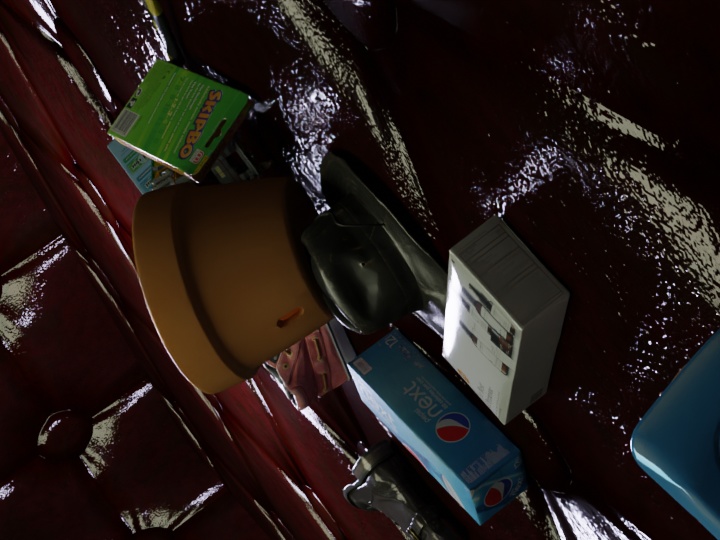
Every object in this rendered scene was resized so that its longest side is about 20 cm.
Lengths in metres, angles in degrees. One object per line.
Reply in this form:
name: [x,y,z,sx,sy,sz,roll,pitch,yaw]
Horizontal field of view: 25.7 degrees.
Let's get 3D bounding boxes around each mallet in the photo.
mallet: [-0.198,-0.255,1.555,0.066,0.041,0.200,43,167,31]

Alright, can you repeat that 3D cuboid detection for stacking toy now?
stacking toy: [0.208,0.090,0.900,0.116,0.110,0.200,43,178,0]

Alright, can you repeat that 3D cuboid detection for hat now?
hat: [0.000,0.000,1.385,0.201,0.081,0.201,49,164,19]

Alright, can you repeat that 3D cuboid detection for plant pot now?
plant pot: [-0.107,-0.001,1.476,0.200,0.139,0.201,-19,-90,-76]

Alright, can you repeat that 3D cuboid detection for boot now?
boot: [0.058,0.312,1.955,0.174,0.069,0.200,51,164,18]

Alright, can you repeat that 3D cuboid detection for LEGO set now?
LEGO set: [-0.128,-0.082,1.632,0.201,0.115,0.154,56,-168,-21]

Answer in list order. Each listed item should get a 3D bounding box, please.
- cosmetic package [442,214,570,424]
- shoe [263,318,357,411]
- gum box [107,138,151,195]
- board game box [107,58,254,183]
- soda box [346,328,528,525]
cosmetic package: [0.105,0.043,1.197,0.083,0.050,0.200,50,165,21]
shoe: [-0.074,0.067,1.767,0.071,0.091,0.201,37,158,51]
gum box: [-0.191,-0.061,1.830,0.200,0.045,0.170,50,-176,33]
board game box: [-0.177,-0.150,1.570,0.030,0.096,0.200,37,174,-34]
soda box: [0.074,0.149,1.526,0.200,0.064,0.068,45,163,38]
